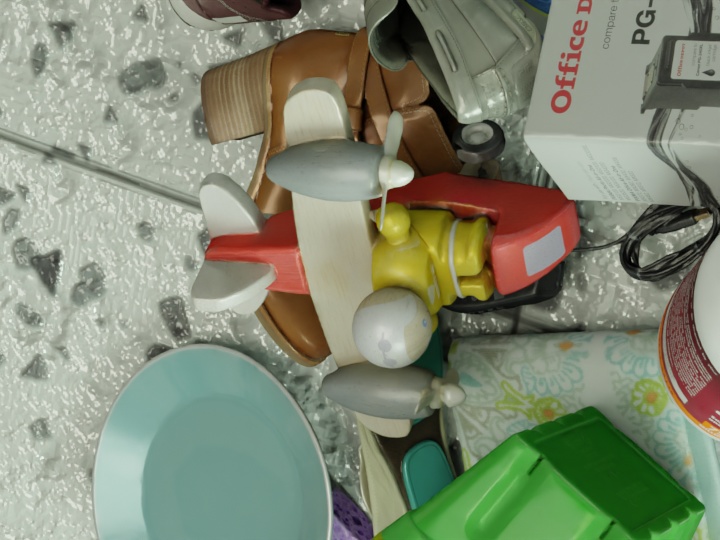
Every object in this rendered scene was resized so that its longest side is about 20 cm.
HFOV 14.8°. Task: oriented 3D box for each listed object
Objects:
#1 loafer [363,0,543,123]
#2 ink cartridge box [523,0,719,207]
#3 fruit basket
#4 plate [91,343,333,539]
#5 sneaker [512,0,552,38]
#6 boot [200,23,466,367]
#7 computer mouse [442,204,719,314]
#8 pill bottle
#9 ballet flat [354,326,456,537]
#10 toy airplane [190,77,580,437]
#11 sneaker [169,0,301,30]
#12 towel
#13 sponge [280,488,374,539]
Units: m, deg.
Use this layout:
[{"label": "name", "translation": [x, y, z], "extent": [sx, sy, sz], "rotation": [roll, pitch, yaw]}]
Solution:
[{"label": "loafer", "translation": [0.029, -0.149, 1.565], "extent": [0.200, 0.070, 0.070], "rotation": [45, 159, 44]}, {"label": "ink cartridge box", "translation": [0.199, -0.114, 1.479], "extent": [0.199, 0.083, 0.146], "rotation": [4, 71, 27]}, {"label": "fruit basket", "translation": [0.075, 0.179, 1.544], "extent": [0.155, 0.215, 0.216], "rotation": [41, 119, 14]}, {"label": "plate", "translation": [-0.091, 0.147, 1.760], "extent": [0.199, 0.025, 0.202], "rotation": [2, 92, 37]}, {"label": "sneaker", "translation": [0.081, -0.198, 1.541], "extent": [0.075, 0.105, 0.202], "rotation": [2, 105, 28]}, {"label": "boot", "translation": [-0.002, -0.046, 1.652], "extent": [0.154, 0.074, 0.201], "rotation": [-11, 104, 24]}, {"label": "computer mouse", "translation": [0.126, -0.012, 1.612], "extent": [0.199, 0.034, 0.059], "rotation": [-10, 79, 30]}, {"label": "pill bottle", "translation": [0.225, 0.026, 1.464], "extent": [0.112, 0.200, 0.114], "rotation": [0, 78, -2]}, {"label": "ballet flat", "translation": [0.019, 0.096, 1.687], "extent": [0.069, 0.069, 0.201], "rotation": [-2, 105, 28]}, {"label": "toy airplane", "translation": [0.000, 0.000, 1.550], "extent": [0.199, 0.142, 0.199], "rotation": [26, 123, -26]}, {"label": "sneaker", "translation": [-0.068, -0.238, 1.616], "extent": [0.115, 0.075, 0.201], "rotation": [8, 119, 43]}, {"label": "towel", "translation": [0.143, 0.134, 1.638], "extent": [0.170, 0.048, 0.202], "rotation": [-4, 102, 28]}, {"label": "sponge", "translation": [-0.042, 0.242, 1.777], "extent": [0.112, 0.030, 0.200], "rotation": [48, 121, 8]}]
